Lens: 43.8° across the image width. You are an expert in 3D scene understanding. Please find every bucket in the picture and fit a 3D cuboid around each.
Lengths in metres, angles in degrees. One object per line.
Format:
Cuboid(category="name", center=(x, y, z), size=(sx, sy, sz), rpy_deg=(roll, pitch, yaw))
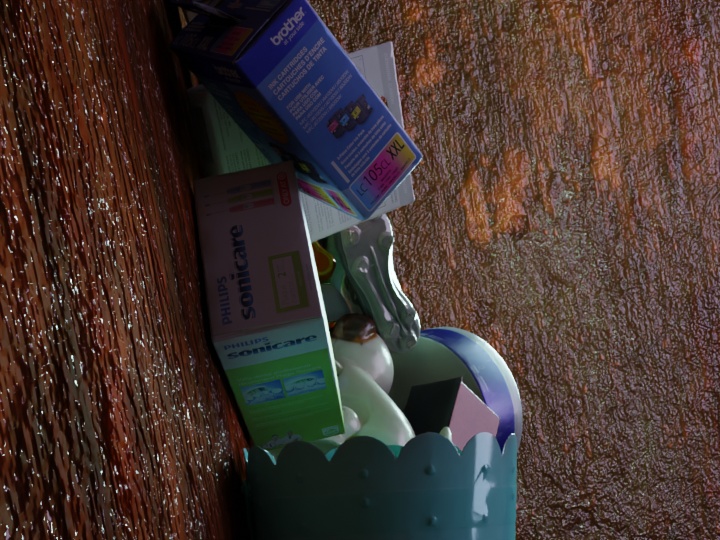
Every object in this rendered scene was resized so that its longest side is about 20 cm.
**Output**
Cuboid(category="bucket", center=(0.017, 0.189, 0.634), size=(0.207, 0.203, 0.138), rpy_deg=(92, -4, -77))

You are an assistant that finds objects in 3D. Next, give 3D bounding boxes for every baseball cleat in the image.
Cuboid(category="baseball cleat", center=(0.000, 0.000, 0.967), size=(0.106, 0.069, 0.203), rpy_deg=(20, -46, 54))

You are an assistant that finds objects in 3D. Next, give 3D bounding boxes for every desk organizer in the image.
Cuboid(category="desk organizer", center=(0.074, 0.216, 0.895), size=(0.077, 0.071, 0.202), rpy_deg=(42, 51, -28))

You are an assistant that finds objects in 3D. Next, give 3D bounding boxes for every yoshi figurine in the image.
Cuboid(category="yoshi figurine", center=(-0.077, 0.026, 1.022), size=(0.200, 0.110, 0.114), rpy_deg=(92, -19, -74))

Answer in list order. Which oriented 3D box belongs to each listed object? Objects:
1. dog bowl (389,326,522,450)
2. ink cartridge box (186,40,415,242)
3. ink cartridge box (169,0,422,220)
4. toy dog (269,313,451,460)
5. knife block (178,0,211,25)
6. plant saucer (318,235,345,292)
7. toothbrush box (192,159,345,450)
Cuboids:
Cuboid(category="dog bowl", center=(0.086, 0.171, 1.054), size=(0.078, 0.198, 0.204), rpy_deg=(-4, 81, -51))
Cuboid(category="ink cartridge box", center=(-0.049, -0.111, 0.827), size=(0.050, 0.198, 0.164), rpy_deg=(20, -53, 51))
Cuboid(category="ink cartridge box", center=(-0.060, -0.143, 0.696), size=(0.201, 0.076, 0.136), rpy_deg=(50, -12, -33))
Cuboid(category="toy dog", center=(-0.014, 0.133, 0.898), size=(0.201, 0.190, 0.141), rpy_deg=(-94, 164, -55))
Cuboid(category="knife block", center=(-0.120, -0.220, 0.779), size=(0.176, 0.063, 0.203), rpy_deg=(-152, -137, -83))
Cuboid(category="plant saucer", center=(-0.036, -0.059, 1.116), size=(0.200, 0.027, 0.205), rpy_deg=(-178, -90, -81))
Cuboid(category="toothbrush box", center=(-0.071, 0.036, 0.730), size=(0.201, 0.084, 0.148), rpy_deg=(81, -4, -56))
